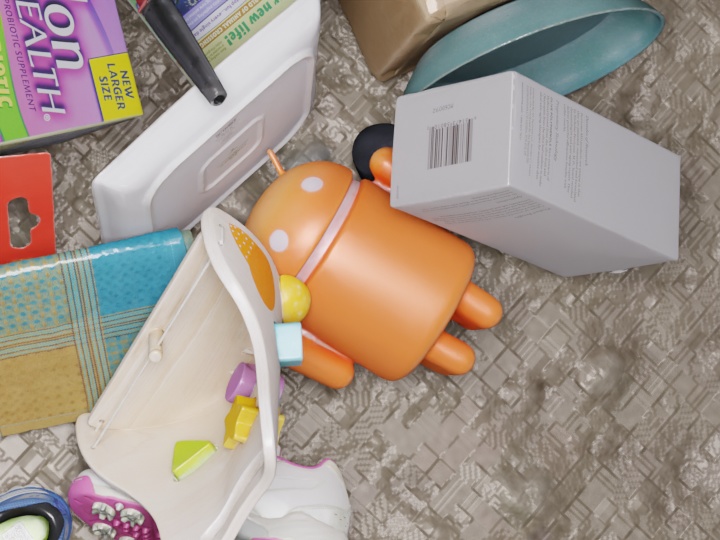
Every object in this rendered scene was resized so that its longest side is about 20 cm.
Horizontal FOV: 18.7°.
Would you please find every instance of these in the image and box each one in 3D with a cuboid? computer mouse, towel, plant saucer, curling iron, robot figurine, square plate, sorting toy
[{"bbox_3d":[0.086,-0.054,1.605,0.200,0.034,0.059,22,78,-10],"label":"computer mouse"},{"bbox_3d":[-0.206,0.047,1.492,0.200,0.022,0.147,-11,128,-12],"label":"towel"},{"bbox_3d":[0.114,-0.153,1.541,0.200,0.200,0.036,-18,79,-14],"label":"plant saucer"},{"bbox_3d":[-0.135,-0.181,1.416,0.026,0.050,0.200,-16,60,-21],"label":"curling iron"},{"bbox_3d":[-0.001,0.002,1.537,0.200,0.117,0.144,32,121,-7],"label":"robot figurine"},{"bbox_3d":[-0.097,-0.086,1.484,0.200,0.198,0.028,-43,81,-14],"label":"square plate"},{"bbox_3d":[-0.093,0.098,1.428,0.107,0.180,0.200,20,121,-24],"label":"sorting toy"}]

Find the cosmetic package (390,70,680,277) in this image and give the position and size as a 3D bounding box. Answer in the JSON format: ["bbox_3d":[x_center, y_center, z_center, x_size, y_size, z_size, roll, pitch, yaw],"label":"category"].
[{"bbox_3d":[0.124,-0.061,1.511,0.200,0.108,0.085,20,68,-47],"label":"cosmetic package"}]

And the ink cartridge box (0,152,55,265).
[{"bbox_3d":[-0.297,0.000,1.448,0.200,0.160,0.047,-11,59,-13],"label":"ink cartridge box"}]

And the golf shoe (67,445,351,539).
[{"bbox_3d":[-0.102,0.158,1.529,0.200,0.075,0.092,13,58,-9],"label":"golf shoe"}]

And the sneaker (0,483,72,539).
[{"bbox_3d":[-0.277,0.215,1.464,0.200,0.089,0.079,-43,93,-13],"label":"sneaker"}]

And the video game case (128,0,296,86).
[{"bbox_3d":[-0.089,-0.246,1.461,0.200,0.022,0.182,-36,92,25],"label":"video game case"}]

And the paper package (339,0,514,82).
[{"bbox_3d":[0.034,-0.256,1.537,0.103,0.191,0.200,-23,87,-14],"label":"paper package"}]

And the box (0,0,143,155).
[{"bbox_3d":[-0.265,-0.160,1.423,0.200,0.097,0.176,-15,92,-40],"label":"box"}]
